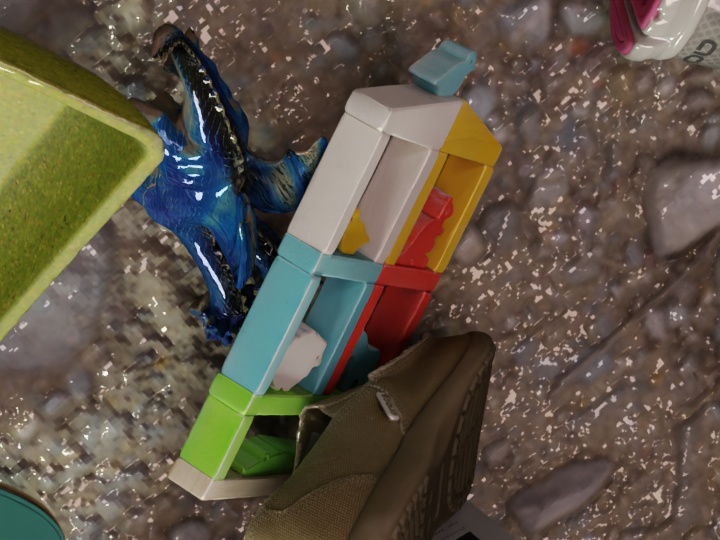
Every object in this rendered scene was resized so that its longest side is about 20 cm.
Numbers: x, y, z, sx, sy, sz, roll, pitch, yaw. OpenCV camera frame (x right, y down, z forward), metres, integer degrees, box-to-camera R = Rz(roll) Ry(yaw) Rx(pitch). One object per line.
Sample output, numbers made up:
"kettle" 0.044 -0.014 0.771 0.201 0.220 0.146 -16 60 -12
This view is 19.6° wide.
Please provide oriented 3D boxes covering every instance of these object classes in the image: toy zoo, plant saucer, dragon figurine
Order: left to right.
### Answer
"plant saucer" -0.199 -0.049 0.763 0.199 0.048 0.200 26 136 -23
"dragon figurine" -0.050 -0.035 0.811 0.099 0.200 0.059 39 66 4
"toy zoo" 0.000 0.000 0.857 0.201 0.020 0.131 -64 158 7

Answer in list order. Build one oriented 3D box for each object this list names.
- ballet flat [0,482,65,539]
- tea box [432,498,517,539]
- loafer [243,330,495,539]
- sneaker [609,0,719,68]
"ballet flat" -0.213 0.114 0.824 0.199 0.063 0.069 5 69 -37
"tea box" 0.003 0.229 0.904 0.199 0.133 0.198 -27 112 -14
"loafer" 0.008 0.074 0.853 0.067 0.200 0.077 13 112 12
"sneaker" 0.182 -0.171 0.885 0.087 0.074 0.201 18 105 -22
